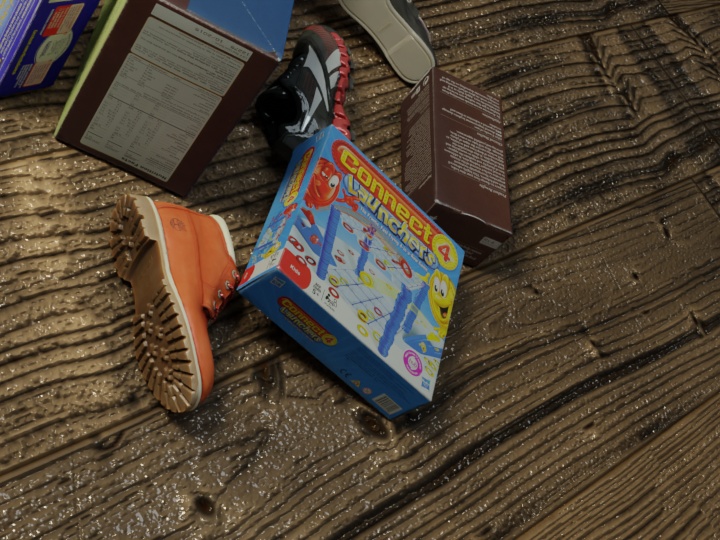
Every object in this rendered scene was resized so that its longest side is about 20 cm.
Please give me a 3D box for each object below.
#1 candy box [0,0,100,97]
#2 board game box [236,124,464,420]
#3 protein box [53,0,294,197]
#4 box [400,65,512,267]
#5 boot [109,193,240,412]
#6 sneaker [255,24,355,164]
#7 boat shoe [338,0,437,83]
[{"bbox_3d":[-0.314,-0.283,1.012,0.077,0.169,0.201,-24,75,-48],"label":"candy box"},{"bbox_3d":[0.000,0.000,1.086,0.200,0.056,0.197,41,42,-24],"label":"board game box"},{"bbox_3d":[-0.159,-0.218,1.056,0.134,0.200,0.200,24,47,-20],"label":"protein box"},{"bbox_3d":[0.102,-0.114,1.269,0.099,0.075,0.201,21,47,-23],"label":"box"},{"bbox_3d":[-0.139,0.027,0.987,0.107,0.075,0.202,8,53,-38],"label":"boot"},{"bbox_3d":[-0.059,-0.185,1.200,0.097,0.071,0.202,19,51,-27],"label":"sneaker"},{"bbox_3d":[0.022,-0.304,1.331,0.201,0.066,0.057,55,21,-24],"label":"boat shoe"}]
